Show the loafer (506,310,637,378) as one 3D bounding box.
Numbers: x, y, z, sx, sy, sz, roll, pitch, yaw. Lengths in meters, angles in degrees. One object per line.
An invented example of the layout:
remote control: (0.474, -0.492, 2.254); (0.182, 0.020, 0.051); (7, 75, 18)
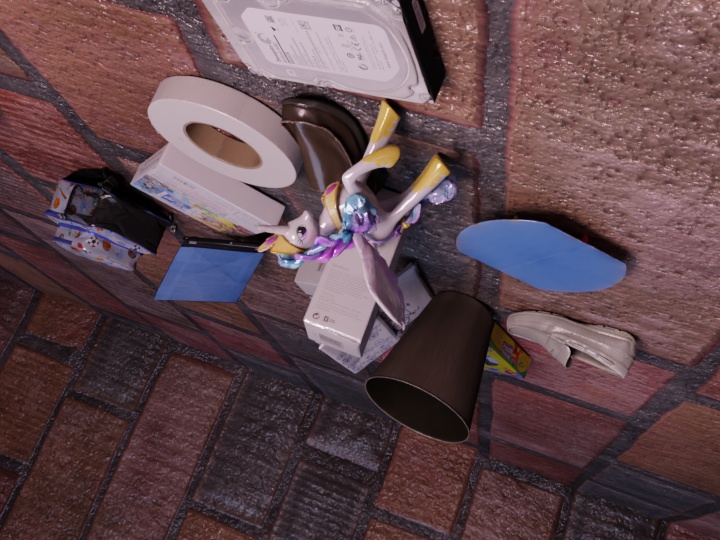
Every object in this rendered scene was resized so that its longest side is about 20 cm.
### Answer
loafer: (0.312, 0.110, 1.224); (0.199, 0.070, 0.070); (12, 161, 30)

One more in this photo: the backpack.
backpack: (-0.473, -0.091, 1.480); (0.190, 0.154, 0.200); (23, 170, 35)

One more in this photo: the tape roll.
tape roll: (-0.166, -0.169, 1.012); (0.202, 0.037, 0.203); (21, 164, 6)

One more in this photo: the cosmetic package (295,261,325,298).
cosmetic package: (-0.018, 0.030, 1.349); (0.113, 0.081, 0.200); (13, 161, 23)

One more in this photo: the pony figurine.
pony figurine: (0.010, -0.054, 0.871); (0.193, 0.200, 0.167); (37, -165, -43)

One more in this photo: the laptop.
laptop: (-0.217, 0.007, 1.390); (0.200, 0.116, 0.187); (6, -179, 42)

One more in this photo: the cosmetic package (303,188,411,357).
cosmetic package: (0.000, 0.000, 1.046); (0.081, 0.201, 0.113); (21, 166, 6)

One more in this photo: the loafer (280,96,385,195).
loafer: (-0.030, -0.123, 0.920); (0.073, 0.072, 0.200); (11, 161, 33)

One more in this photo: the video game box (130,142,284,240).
video game box: (-0.240, -0.117, 1.258); (0.200, 0.047, 0.182); (29, 161, -24)

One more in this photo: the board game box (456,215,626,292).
board game box: (0.217, -0.031, 0.962); (0.200, 0.039, 0.158); (23, 160, -22)

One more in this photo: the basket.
basket: (0.126, 0.143, 1.294); (0.180, 0.200, 0.136); (30, 146, 0)

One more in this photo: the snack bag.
snack bag: (0.036, 0.083, 1.316); (0.021, 0.200, 0.189); (52, -179, 27)

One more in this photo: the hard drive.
hard drive: (-0.035, -0.211, 0.709); (0.199, 0.038, 0.140); (16, 162, 23)

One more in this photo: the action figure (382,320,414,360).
action figure: (0.114, 0.148, 1.442); (0.134, 0.149, 0.200); (13, 166, 21)

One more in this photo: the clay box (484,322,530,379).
clay box: (0.216, 0.132, 1.460); (0.115, 0.048, 0.200); (9, 160, 39)
